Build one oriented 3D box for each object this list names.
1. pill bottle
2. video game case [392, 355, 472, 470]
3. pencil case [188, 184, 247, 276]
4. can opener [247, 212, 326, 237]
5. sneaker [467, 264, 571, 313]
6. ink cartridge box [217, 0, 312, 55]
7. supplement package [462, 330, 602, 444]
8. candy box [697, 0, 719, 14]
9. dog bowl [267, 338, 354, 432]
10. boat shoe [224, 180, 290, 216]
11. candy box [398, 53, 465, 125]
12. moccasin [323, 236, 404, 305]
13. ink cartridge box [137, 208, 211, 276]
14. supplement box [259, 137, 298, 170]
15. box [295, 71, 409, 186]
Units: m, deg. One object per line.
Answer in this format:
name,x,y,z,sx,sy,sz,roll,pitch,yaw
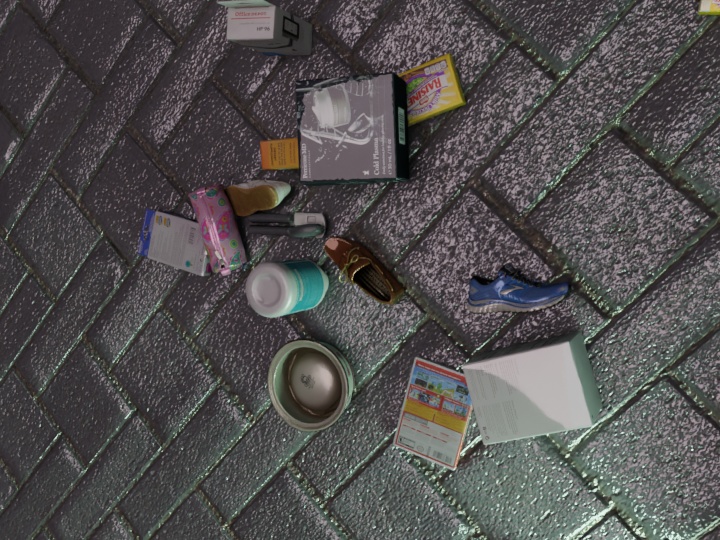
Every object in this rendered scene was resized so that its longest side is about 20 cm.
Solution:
pill bottle,-0.142,0.033,1.484,0.110,0.200,0.111,2,94,25
video game case,0.155,0.292,1.465,0.142,0.017,0.201,18,101,23
pencil case,-0.320,-0.092,1.604,0.087,0.087,0.201,-10,100,25
can opener,-0.168,-0.100,1.560,0.199,0.067,0.054,3,94,24
sneaker,0.296,0.033,1.349,0.199,0.078,0.090,-4,94,25
ink cartridge box,-0.196,-0.498,1.472,0.116,0.200,0.068,7,96,24
supplement package,0.318,0.213,1.311,0.199,0.151,0.152,-17,86,25
candy box,0.671,-0.473,1.169,0.199,0.026,0.103,11,100,24
dog bowl,-0.101,0.244,1.549,0.199,0.074,0.201,2,95,25
boat shoe,-0.230,-0.166,1.587,0.199,0.069,0.071,3,116,43
candy box,0.104,-0.349,1.432,0.199,0.026,0.103,-17,90,25
moccasin,-0.001,0.001,1.483,0.201,0.078,0.074,46,110,15
ink cartridge box,-0.436,-0.070,1.701,0.199,0.042,0.120,16,99,20
supplement box,-0.114,-0.253,1.525,0.199,0.069,0.067,-2,95,22
box,-0.013,-0.270,1.388,0.196,0.124,0.201,-1,95,16
